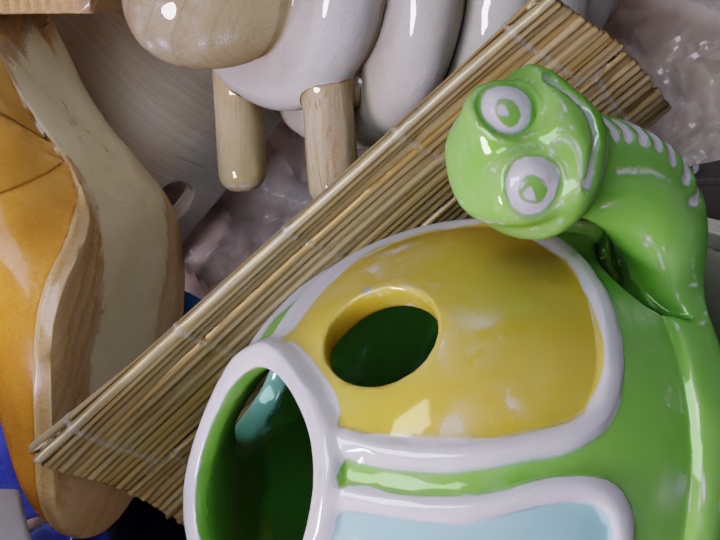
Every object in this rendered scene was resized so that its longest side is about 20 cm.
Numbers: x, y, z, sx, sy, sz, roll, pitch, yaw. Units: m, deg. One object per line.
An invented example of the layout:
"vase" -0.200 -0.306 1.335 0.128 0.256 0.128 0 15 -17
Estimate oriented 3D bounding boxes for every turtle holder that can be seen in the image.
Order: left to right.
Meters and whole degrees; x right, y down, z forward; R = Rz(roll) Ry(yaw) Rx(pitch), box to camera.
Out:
"turtle holder" 0.034 0.049 0.799 0.186 0.131 0.142 -45 51 48

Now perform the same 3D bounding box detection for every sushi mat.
"sushi mat" 0.000 0.000 0.856 0.200 0.096 0.012 -42 58 8

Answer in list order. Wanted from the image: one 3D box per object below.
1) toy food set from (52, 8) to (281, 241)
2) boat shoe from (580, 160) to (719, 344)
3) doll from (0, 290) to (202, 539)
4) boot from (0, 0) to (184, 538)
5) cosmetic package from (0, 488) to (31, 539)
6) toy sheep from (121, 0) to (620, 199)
"toy food set" -0.128 -0.074 0.984 0.200 0.060 0.144 46 107 22
"boat shoe" 0.137 -0.005 0.875 0.200 0.072 0.061 -3 38 29
"doll" -0.075 0.060 0.932 0.199 0.048 0.137 -23 91 10
"boot" -0.131 -0.023 0.903 0.143 0.071 0.202 2 94 29
"cosmetic package" -0.130 0.170 0.827 0.071 0.101 0.201 1 102 -10
"toy sheep" 0.017 -0.094 0.887 0.138 0.199 0.139 20 115 50
